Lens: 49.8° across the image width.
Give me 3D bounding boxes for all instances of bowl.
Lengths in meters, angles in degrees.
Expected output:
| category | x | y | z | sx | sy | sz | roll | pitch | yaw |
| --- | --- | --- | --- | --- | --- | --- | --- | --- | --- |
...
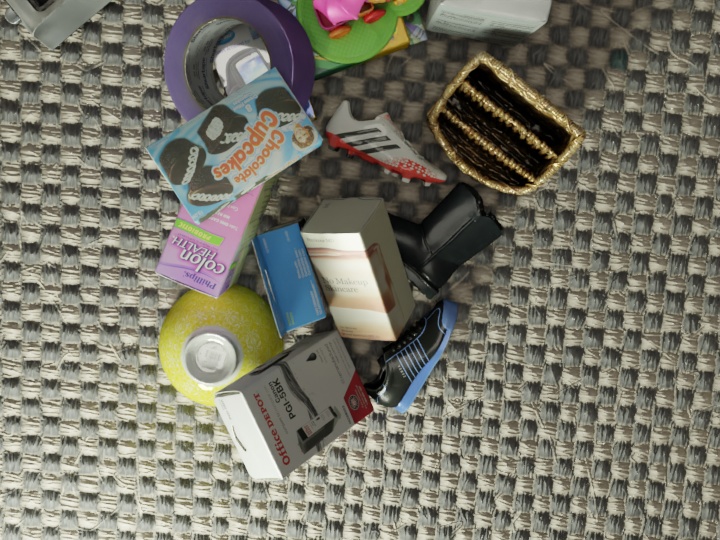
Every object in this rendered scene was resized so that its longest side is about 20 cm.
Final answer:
| category | x | y | z | sx | sy | sz | roll | pitch | yaw |
| --- | --- | --- | --- | --- | --- | --- | --- | --- | --- |
| bowl | -0.222 | 0.124 | 1.193 | 0.200 | 0.108 | 0.201 | 0 | 97 | -1 |

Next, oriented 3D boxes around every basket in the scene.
| category | x | y | z | sx | sy | sz | roll | pitch | yaw |
| --- | --- | --- | --- | --- | --- | --- | --- | --- | --- |
| basket | 0.198 | -0.201 | 1.135 | 0.200 | 0.149 | 0.143 | 38 | 95 | -5 |

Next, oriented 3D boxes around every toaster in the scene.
| category | x | y | z | sx | sy | sz | roll | pitch | yaw |
| --- | --- | --- | --- | --- | --- | --- | --- | --- | --- |
| toaster | -0.447 | -0.449 | 1.116 | 0.200 | 0.119 | 0.181 | -38 | 97 | 4 |

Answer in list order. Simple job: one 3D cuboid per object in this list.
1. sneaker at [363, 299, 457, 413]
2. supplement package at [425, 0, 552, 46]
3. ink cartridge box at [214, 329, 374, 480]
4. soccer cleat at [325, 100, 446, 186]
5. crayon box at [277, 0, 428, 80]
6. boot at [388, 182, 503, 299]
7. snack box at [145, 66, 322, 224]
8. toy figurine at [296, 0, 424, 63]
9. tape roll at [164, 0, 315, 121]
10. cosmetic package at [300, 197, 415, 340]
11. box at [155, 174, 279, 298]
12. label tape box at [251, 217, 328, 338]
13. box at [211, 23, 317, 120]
| category | x | y | z | sx | sy | sz | roll | pitch | yaw |
| --- | --- | --- | --- | --- | --- | --- | --- | --- | --- |
| sneaker | 0.078 | 0.126 | 1.213 | 0.078 | 0.070 | 0.200 | 26 | 97 | -10 |
| supplement package | 0.187 | -0.433 | 1.081 | 0.147 | 0.200 | 0.192 | 10 | 97 | -2 |
| ink cartridge box | -0.096 | 0.199 | 1.160 | 0.200 | 0.083 | 0.147 | -31 | 99 | -39 |
| soccer cleat | 0.045 | -0.191 | 1.177 | 0.200 | 0.069 | 0.085 | 23 | 100 | 2 |
| crayon box | -0.009 | -0.376 | 1.161 | 0.200 | 0.052 | 0.126 | -19 | 97 | 1 |
| boot | 0.100 | -0.077 | 1.185 | 0.200 | 0.076 | 0.168 | 44 | 96 | -7 |
| snack box | -0.163 | -0.163 | 1.017 | 0.200 | 0.037 | 0.116 | -34 | 91 | -6 |
| toy figurine | 0.005 | -0.378 | 1.043 | 0.200 | 0.184 | 0.150 | -22 | 96 | 2 |
| tape roll | -0.171 | -0.287 | 1.101 | 0.199 | 0.085 | 0.201 | 5 | 106 | 18 |
| cosmetic package | 0.000 | 0.000 | 1.132 | 0.103 | 0.087 | 0.200 | 1 | 129 | 29 |
| box | -0.201 | -0.080 | 1.133 | 0.096 | 0.176 | 0.200 | 22 | 97 | -3 |
| label tape box | -0.096 | 0.005 | 1.131 | 0.063 | 0.200 | 0.145 | -16 | 97 | 2 |
| box | -0.155 | -0.305 | 1.175 | 0.119 | 0.041 | 0.200 | -20 | 99 | 3 |
